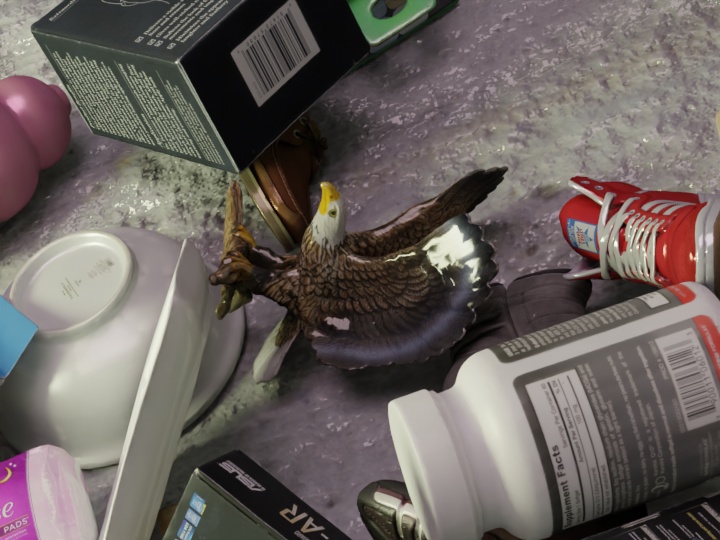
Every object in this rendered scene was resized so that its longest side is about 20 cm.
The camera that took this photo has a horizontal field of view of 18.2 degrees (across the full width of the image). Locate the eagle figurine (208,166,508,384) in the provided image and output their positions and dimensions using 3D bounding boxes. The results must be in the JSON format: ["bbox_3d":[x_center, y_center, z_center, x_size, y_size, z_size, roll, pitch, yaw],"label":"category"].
[{"bbox_3d":[0.000,-0.004,1.529,0.198,0.151,0.153,2,75,3],"label":"eagle figurine"}]

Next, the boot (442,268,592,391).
[{"bbox_3d":[0.145,0.047,1.460,0.199,0.070,0.132,-5,40,13],"label":"boot"}]

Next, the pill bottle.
[{"bbox_3d":[0.124,0.089,1.310,0.199,0.116,0.116,-18,43,-7],"label":"pill bottle"}]

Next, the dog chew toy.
[{"bbox_3d":[-0.310,-0.082,1.755,0.200,0.125,0.124,-39,45,-24],"label":"dog chew toy"}]

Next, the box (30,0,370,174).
[{"bbox_3d":[-0.121,-0.171,1.670,0.148,0.107,0.199,-44,36,-23],"label":"box"}]

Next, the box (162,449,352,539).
[{"bbox_3d":[-0.059,0.228,1.273,0.160,0.201,0.043,37,28,20],"label":"box"}]

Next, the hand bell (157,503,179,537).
[{"bbox_3d":[-0.105,0.256,1.381,0.103,0.104,0.201,4,63,28],"label":"hand bell"}]

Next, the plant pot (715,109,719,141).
[{"bbox_3d":[0.330,-0.046,1.379,0.176,0.200,0.201,-23,43,21],"label":"plant pot"}]

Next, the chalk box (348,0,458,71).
[{"bbox_3d":[-0.013,-0.248,1.762,0.124,0.124,0.200,-32,44,-6],"label":"chalk box"}]

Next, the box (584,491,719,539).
[{"bbox_3d":[0.232,0.201,1.235,0.159,0.044,0.200,-16,39,-26],"label":"box"}]

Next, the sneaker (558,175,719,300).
[{"bbox_3d":[0.179,-0.018,1.424,0.112,0.072,0.200,5,6,7],"label":"sneaker"}]

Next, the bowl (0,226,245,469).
[{"bbox_3d":[-0.190,0.036,1.606,0.200,0.091,0.202,-13,46,14],"label":"bowl"}]

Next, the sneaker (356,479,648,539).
[{"bbox_3d":[0.103,0.156,1.379,0.199,0.076,0.116,25,58,28],"label":"sneaker"}]

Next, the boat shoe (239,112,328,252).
[{"bbox_3d":[-0.062,-0.096,1.681,0.068,0.072,0.201,-25,44,3],"label":"boat shoe"}]

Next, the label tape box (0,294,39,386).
[{"bbox_3d":[-0.326,0.091,1.570,0.201,0.063,0.144,-59,36,0],"label":"label tape box"}]

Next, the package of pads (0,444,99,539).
[{"bbox_3d":[-0.222,0.217,1.463,0.120,0.076,0.201,-24,44,2],"label":"package of pads"}]

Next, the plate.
[{"bbox_3d":[-0.130,0.093,1.435,0.032,0.201,0.200,16,10,-6],"label":"plate"}]
